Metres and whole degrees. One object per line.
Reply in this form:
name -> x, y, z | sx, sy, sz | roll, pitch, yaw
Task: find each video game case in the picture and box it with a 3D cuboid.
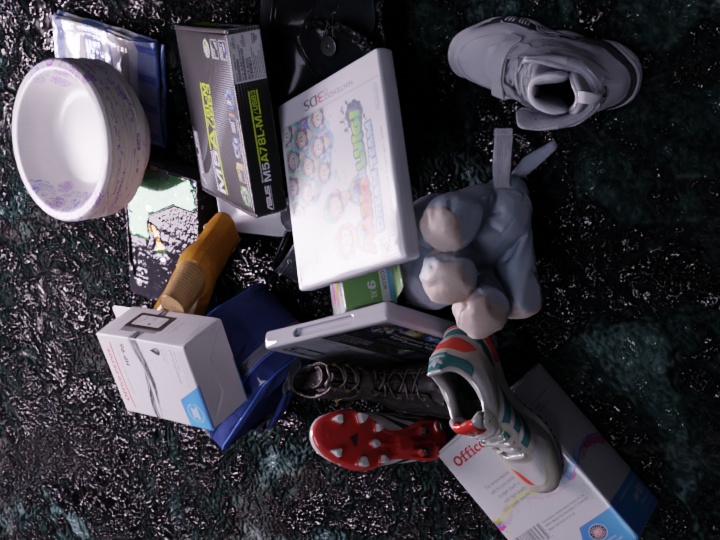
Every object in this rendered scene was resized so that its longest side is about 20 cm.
video game case -> 0.025, 0.079, 1.104 | 0.180, 0.198, 0.024 | -15, 67, 39
video game case -> -0.017, -0.094, 0.994 | 0.181, 0.023, 0.204 | -17, 78, 51

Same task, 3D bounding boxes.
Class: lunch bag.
lunch bag -> -0.148, 0.136, 1.281 | 0.132, 0.135, 0.201 | 43, 132, 13

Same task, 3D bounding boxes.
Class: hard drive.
hard drive -> -0.257, -0.048, 1.345 | 0.138, 0.038, 0.203 | 17, 120, 29

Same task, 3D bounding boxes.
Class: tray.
tray -> -0.142, -0.144, 1.227 | 0.106, 0.022, 0.204 | 8, 114, 35

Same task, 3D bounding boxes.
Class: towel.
towel -> -0.335, -0.254, 1.320 | 0.197, 0.024, 0.149 | 21, 121, 28

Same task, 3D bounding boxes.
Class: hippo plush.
hippo plush -> 0.085, -0.035, 1.001 | 0.159, 0.157, 0.204 | -1, 84, 51

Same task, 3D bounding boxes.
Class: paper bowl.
paper bowl -> -0.349, -0.170, 1.275 | 0.198, 0.104, 0.205 | 10, 107, 36

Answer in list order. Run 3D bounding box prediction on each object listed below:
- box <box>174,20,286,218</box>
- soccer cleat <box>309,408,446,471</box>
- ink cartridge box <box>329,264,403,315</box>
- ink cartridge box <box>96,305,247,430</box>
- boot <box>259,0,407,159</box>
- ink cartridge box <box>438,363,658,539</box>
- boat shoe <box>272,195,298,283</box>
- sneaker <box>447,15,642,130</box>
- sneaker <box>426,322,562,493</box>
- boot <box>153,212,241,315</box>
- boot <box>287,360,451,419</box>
box -> -0.149, -0.176, 1.120 | 0.192, 0.047, 0.204 | 27, 128, 58
soccer cleat -> 0.015, 0.198, 1.164 | 0.085, 0.197, 0.070 | -14, 74, 52
ink cartridge box -> 0.000, 0.000, 1.072 | 0.200, 0.058, 0.106 | 104, 157, -73
ink cartridge box -> -0.242, 0.114, 1.199 | 0.197, 0.068, 0.118 | 4, 120, 38
boot -> -0.033, -0.209, 1.082 | 0.166, 0.076, 0.204 | 16, 113, 34
ink cartridge box -> 0.204, 0.227, 1.097 | 0.201, 0.084, 0.145 | 49, 129, 7
boat shoe -> -0.062, -0.068, 1.164 | 0.061, 0.075, 0.202 | 10, 127, -10
sneaker -> 0.154, -0.187, 0.930 | 0.197, 0.114, 0.076 | 18, 120, 29
sneaker -> 0.129, 0.156, 0.999 | 0.070, 0.093, 0.202 | -25, 100, 38
boot -> -0.207, 0.021, 1.274 | 0.070, 0.145, 0.202 | 31, 150, 1
boot -> 0.029, 0.129, 1.107 | 0.199, 0.172, 0.071 | -21, 64, 52
